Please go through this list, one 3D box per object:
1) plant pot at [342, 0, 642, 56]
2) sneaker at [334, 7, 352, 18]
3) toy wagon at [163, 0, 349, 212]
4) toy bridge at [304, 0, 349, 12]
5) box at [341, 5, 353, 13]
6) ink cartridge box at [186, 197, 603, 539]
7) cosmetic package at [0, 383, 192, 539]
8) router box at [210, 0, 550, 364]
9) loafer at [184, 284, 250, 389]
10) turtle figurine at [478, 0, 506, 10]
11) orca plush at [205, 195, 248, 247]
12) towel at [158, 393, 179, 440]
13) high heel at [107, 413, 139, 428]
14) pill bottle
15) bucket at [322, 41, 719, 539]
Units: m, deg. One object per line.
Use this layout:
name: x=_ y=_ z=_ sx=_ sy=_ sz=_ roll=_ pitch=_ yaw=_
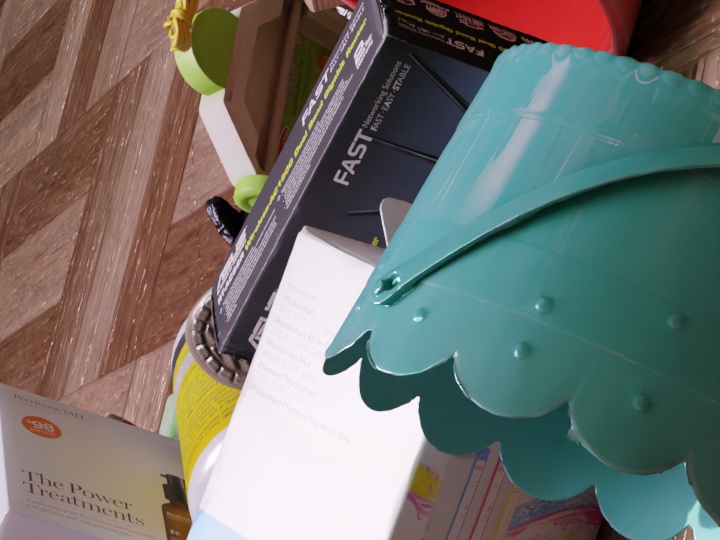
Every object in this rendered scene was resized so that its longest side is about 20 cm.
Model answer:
plant pot: x=0.075 y=-0.220 z=1.230 sx=0.178 sy=0.200 sz=0.200 roll=-64 pitch=16 yaw=-15
sneaker: x=0.007 y=-0.171 z=1.552 sx=0.060 sy=0.104 sz=0.200 roll=-33 pitch=73 yaw=27
toy wagon: x=-0.038 y=-0.100 z=1.402 sx=0.039 sy=0.200 sz=0.156 roll=-20 pitch=52 yaw=45
toy bridge: x=0.018 y=-0.080 z=1.345 sx=0.027 sy=0.067 sz=0.201 roll=-118 pitch=15 yaw=-65
box: x=0.025 y=-0.245 z=1.511 sx=0.075 sy=0.100 sz=0.201 roll=130 pitch=152 yaw=-47
ink cartridge box: x=0.029 y=0.079 z=1.095 sx=0.125 sy=0.128 sz=0.201 roll=26 pitch=99 yaw=47
cosmetic package: x=-0.121 y=0.146 z=1.400 sx=0.052 sy=0.199 sz=0.151 roll=-65 pitch=20 yaw=17
router box: x=0.033 y=-0.028 z=1.203 sx=0.062 sy=0.149 sz=0.200 roll=-102 pitch=34 yaw=-55
loafer: x=0.000 y=0.000 z=1.313 sx=0.199 sy=0.076 sz=0.068 roll=-27 pitch=6 yaw=6
turtle figurine: x=0.052 y=-0.189 z=1.380 sx=0.162 sy=0.199 sz=0.064 roll=-60 pitch=-30 yaw=-24
orca plush: x=-0.063 y=-0.046 z=1.621 sx=0.105 sy=0.071 sz=0.201 roll=140 pitch=144 yaw=-58
towel: x=-0.104 y=0.161 z=1.599 sx=0.149 sy=0.031 sz=0.201 roll=-27 pitch=48 yaw=57
high heel: x=-0.152 y=0.175 z=1.563 sx=0.096 sy=0.067 sz=0.200 roll=-51 pitch=31 yaw=15
pill bottle: x=-0.043 y=0.099 z=1.357 sx=0.200 sy=0.114 sz=0.115 roll=-105 pitch=37 yaw=-60
bucket: x=0.102 y=0.017 z=0.893 sx=0.135 sy=0.207 sz=0.207 roll=-65 pitch=17 yaw=-8
